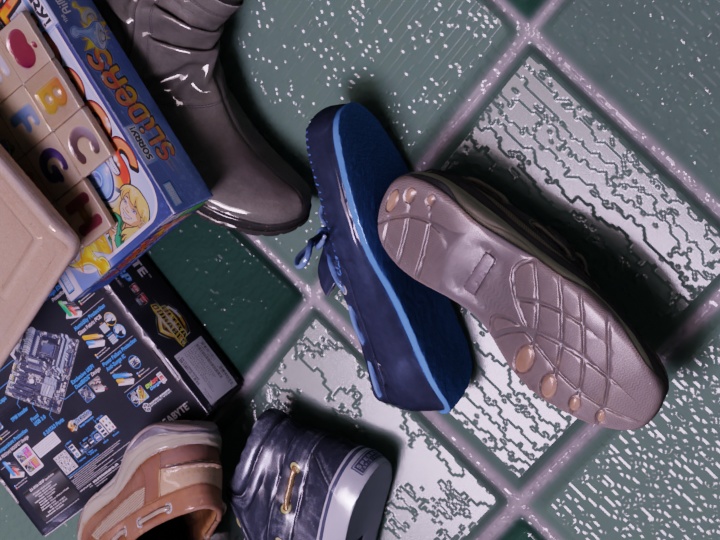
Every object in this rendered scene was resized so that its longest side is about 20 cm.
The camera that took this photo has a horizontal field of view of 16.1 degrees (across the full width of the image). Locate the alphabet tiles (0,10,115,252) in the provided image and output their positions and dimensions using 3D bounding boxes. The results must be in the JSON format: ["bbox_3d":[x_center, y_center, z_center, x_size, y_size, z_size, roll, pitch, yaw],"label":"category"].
[{"bbox_3d":[-0.228,-0.072,1.552,0.200,0.006,0.167,-33,88,45],"label":"alphabet tiles"}]

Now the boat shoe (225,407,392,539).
[{"bbox_3d":[-0.044,0.184,1.643,0.091,0.071,0.200,26,120,22],"label":"boat shoe"}]

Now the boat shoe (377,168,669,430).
[{"bbox_3d":[0.103,0.007,1.452,0.200,0.073,0.075,43,126,11],"label":"boat shoe"}]

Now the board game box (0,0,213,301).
[{"bbox_3d":[-0.184,-0.096,1.535,0.135,0.034,0.200,-37,83,48],"label":"board game box"}]

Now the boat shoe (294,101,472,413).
[{"bbox_3d":[0.000,0.000,1.507,0.069,0.084,0.200,-7,108,34],"label":"boat shoe"}]

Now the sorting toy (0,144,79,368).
[{"bbox_3d":[-0.258,-0.037,1.572,0.185,0.036,0.200,49,139,11],"label":"sorting toy"}]

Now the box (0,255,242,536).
[{"bbox_3d":[-0.193,0.067,1.686,0.159,0.046,0.200,52,129,-1],"label":"box"}]

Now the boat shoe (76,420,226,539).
[{"bbox_3d":[-0.136,0.171,1.657,0.200,0.076,0.072,116,143,-54],"label":"boat shoe"}]

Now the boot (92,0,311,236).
[{"bbox_3d":[-0.096,-0.120,1.513,0.200,0.068,0.131,39,130,12],"label":"boot"}]
